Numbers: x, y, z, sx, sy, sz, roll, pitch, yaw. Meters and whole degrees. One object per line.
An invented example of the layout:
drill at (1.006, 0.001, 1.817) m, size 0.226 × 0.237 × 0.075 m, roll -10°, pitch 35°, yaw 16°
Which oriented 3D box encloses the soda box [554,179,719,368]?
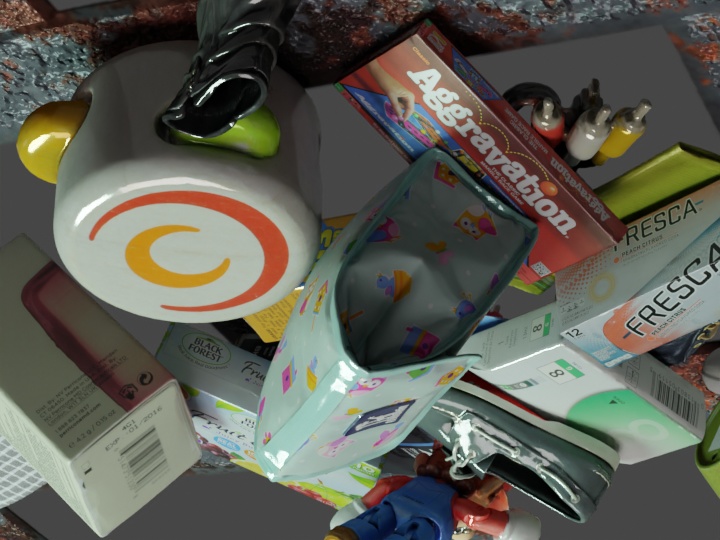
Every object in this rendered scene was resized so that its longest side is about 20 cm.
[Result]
soda box at (0.231, -0.006, 1.635) m, size 0.200 × 0.068 × 0.064 m, roll -28°, pitch 137°, yaw 31°

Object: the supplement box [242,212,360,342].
supplement box at (0.000, 0.000, 1.771) m, size 0.200 × 0.067 × 0.069 m, roll -11°, pitch 142°, yaw 31°

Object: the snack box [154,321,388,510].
snack box at (-0.074, 0.122, 1.912) m, size 0.200 × 0.053 × 0.142 m, roll 23°, pitch 156°, yaw 2°

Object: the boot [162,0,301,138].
boot at (-0.053, -0.166, 1.461) m, size 0.070 × 0.132 × 0.200 m, roll 22°, pitch 147°, yaw -15°

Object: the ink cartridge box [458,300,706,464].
ink cartridge box at (0.136, 0.102, 1.793) m, size 0.161 × 0.050 × 0.200 m, roll 33°, pitch 139°, yaw -31°

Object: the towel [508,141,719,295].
towel at (0.172, -0.034, 1.659) m, size 0.200 × 0.018 × 0.086 m, roll -30°, pitch 152°, yaw 36°

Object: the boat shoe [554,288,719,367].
boat shoe at (0.246, 0.019, 1.727) m, size 0.200 × 0.071 × 0.091 m, roll -11°, pitch 144°, yaw 42°

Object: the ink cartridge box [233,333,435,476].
ink cartridge box at (0.024, 0.111, 1.921) m, size 0.200 × 0.043 × 0.198 m, roll -4°, pitch 147°, yaw 47°

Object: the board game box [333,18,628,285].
board game box at (0.080, -0.077, 1.597) m, size 0.200 × 0.019 × 0.103 m, roll 45°, pitch 143°, yaw -13°

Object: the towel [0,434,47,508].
towel at (-0.337, 0.134, 2.074) m, size 0.166 × 0.086 × 0.200 m, roll 31°, pitch 143°, yaw -30°

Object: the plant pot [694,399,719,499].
plant pot at (0.368, 0.166, 1.838) m, size 0.200 × 0.187 × 0.187 m, roll 34°, pitch 144°, yaw -11°

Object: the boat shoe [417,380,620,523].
boat shoe at (0.094, 0.131, 1.780) m, size 0.200 × 0.062 × 0.073 m, roll 21°, pitch 163°, yaw 2°

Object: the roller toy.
roller toy at (-0.120, -0.064, 1.636) m, size 0.200 × 0.140 × 0.182 m, roll -17°, pitch 139°, yaw 22°

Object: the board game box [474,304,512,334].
board game box at (0.122, 0.064, 1.848) m, size 0.158 × 0.039 × 0.200 m, roll 1°, pitch 152°, yaw 31°

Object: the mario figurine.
mario figurine at (0.057, 0.203, 1.835) m, size 0.123 × 0.200 × 0.106 m, roll 48°, pitch 134°, yaw 9°

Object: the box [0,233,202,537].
box at (-0.234, 0.089, 1.855) m, size 0.200 × 0.109 × 0.128 m, roll 42°, pitch 160°, yaw 28°

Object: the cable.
cable at (0.137, -0.069, 1.628) m, size 0.097 × 0.050 × 0.200 m, roll 4°, pitch 148°, yaw -3°

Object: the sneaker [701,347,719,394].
sneaker at (0.325, 0.040, 1.751) m, size 0.200 × 0.073 × 0.085 m, roll -17°, pitch 105°, yaw 49°

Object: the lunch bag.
lunch bag at (0.012, 0.042, 1.597) m, size 0.122 × 0.200 × 0.170 m, roll 36°, pitch 141°, yaw -3°
